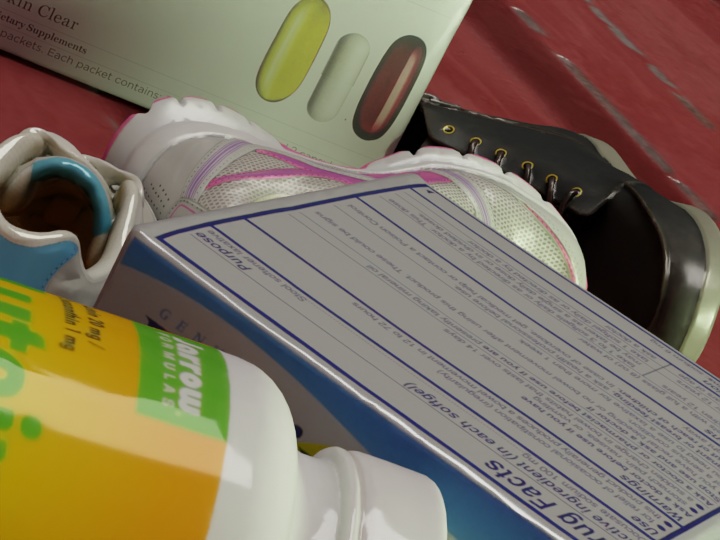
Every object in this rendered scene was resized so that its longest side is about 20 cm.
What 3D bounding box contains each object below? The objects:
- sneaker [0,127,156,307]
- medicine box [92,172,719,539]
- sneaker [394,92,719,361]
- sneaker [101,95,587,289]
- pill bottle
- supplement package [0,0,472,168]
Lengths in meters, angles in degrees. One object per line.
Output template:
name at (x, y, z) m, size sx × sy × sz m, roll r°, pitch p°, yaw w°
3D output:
sneaker at (-0.099, -0.006, 0.943) m, size 0.076 × 0.081 × 0.200 m, roll 26°, pitch 18°, yaw -2°
medicine box at (0.024, 0.065, 0.893) m, size 0.182 × 0.103 × 0.200 m, roll 35°, pitch 21°, yaw 19°
sneaker at (0.078, -0.015, 1.232) m, size 0.106 × 0.075 × 0.200 m, roll 14°, pitch 14°, yaw -22°
sneaker at (0.000, 0.000, 1.075) m, size 0.200 × 0.081 × 0.088 m, roll 9°, pitch 27°, yaw -24°
pill bottle at (-0.084, 0.062, 0.730) m, size 0.200 × 0.111 × 0.111 m, roll 19°, pitch 21°, yaw -16°
supplement package at (-0.069, -0.143, 1.280) m, size 0.200 × 0.111 × 0.156 m, roll 21°, pitch 20°, yaw -18°
